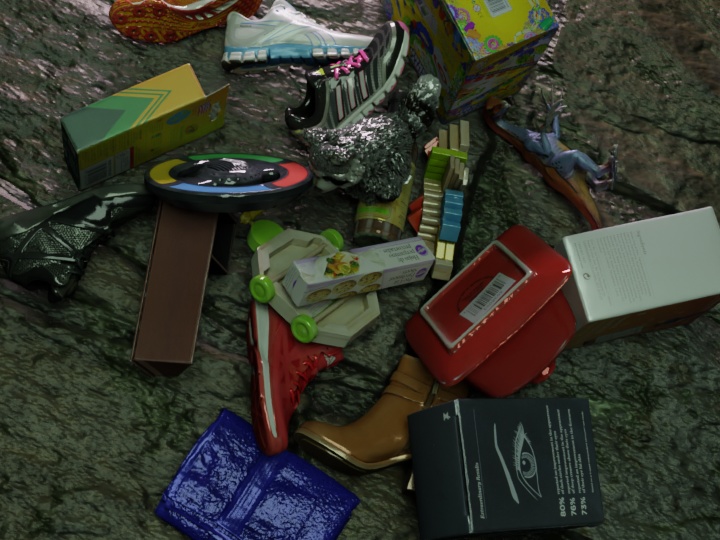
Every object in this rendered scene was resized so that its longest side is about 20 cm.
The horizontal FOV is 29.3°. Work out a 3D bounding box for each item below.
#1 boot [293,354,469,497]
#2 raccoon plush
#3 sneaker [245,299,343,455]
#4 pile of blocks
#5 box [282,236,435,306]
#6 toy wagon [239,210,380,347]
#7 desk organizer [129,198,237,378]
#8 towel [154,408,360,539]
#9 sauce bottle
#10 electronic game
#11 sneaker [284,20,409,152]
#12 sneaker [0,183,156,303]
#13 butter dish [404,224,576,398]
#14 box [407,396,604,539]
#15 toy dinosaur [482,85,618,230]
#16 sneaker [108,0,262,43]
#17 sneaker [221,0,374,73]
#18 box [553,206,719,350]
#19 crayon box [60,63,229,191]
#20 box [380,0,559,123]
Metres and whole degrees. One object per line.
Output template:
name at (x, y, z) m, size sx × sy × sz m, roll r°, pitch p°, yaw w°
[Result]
boot at (0.029, 0.169, 1.618) m, size 0.198 × 0.074 × 0.156 m, roll 22°, pitch 71°, yaw -14°
raccoon plush at (0.006, -0.173, 1.627) m, size 0.096 × 0.134 × 0.202 m, roll 14°, pitch 74°, yaw 31°
sneaker at (-0.069, 0.119, 1.593) m, size 0.114 × 0.079 × 0.202 m, roll 1°, pitch 57°, yaw -13°
pile of blocks at (0.093, -0.092, 1.700) m, size 0.061 × 0.082 × 0.203 m, roll 9°, pitch 72°, yaw -7°
box at (0.000, 0.000, 1.617) m, size 0.198 × 0.042 × 0.039 m, roll -11°, pitch 55°, yaw -40°
toy wagon at (-0.068, 0.003, 1.635) m, size 0.200 × 0.040 × 0.155 m, roll 42°, pitch 41°, yaw 12°
desk organizer at (-0.204, 0.021, 1.608) m, size 0.076 × 0.072 × 0.203 m, roll 3°, pitch 71°, yaw 16°
towel at (-0.116, 0.266, 1.572) m, size 0.199 × 0.050 × 0.149 m, roll 33°, pitch 72°, yaw 1°
sauce bottle at (0.036, -0.125, 1.711) m, size 0.064 × 0.065 × 0.203 m, roll 12°, pitch 70°, yaw -6°
electronic game at (-0.154, -0.108, 1.616) m, size 0.197 × 0.200 × 0.042 m, roll -2°, pitch 108°, yaw -10°
sneaker at (-0.021, -0.230, 1.681) m, size 0.087 × 0.074 × 0.200 m, roll 32°, pitch 106°, yaw -26°
sneaker at (-0.324, -0.030, 1.616) m, size 0.197 × 0.076 × 0.115 m, roll -20°, pitch 79°, yaw -12°
butter dish at (0.175, 0.073, 1.618) m, size 0.200 × 0.200 × 0.148 m, roll -42°, pitch 112°, yaw 2°
box at (0.165, 0.225, 1.567) m, size 0.198 × 0.104 × 0.150 m, roll 4°, pitch 73°, yaw -31°
toy dinosaur at (0.234, -0.149, 1.743) m, size 0.179 × 0.105 × 0.203 m, roll 11°, pitch 83°, yaw 15°
sneaker at (-0.223, -0.341, 1.740) m, size 0.198 × 0.073 × 0.078 m, roll -14°, pitch 56°, yaw -19°
sneaker at (-0.077, -0.299, 1.732) m, size 0.197 × 0.075 × 0.088 m, roll -2°, pitch 83°, yaw -11°
box at (0.327, 0.014, 1.670) m, size 0.197 × 0.152 × 0.108 m, roll -11°, pitch 74°, yaw -12°
crayon box at (-0.256, -0.176, 1.644) m, size 0.198 × 0.127 × 0.051 m, roll -25°, pitch 78°, yaw -17°
box at (0.128, -0.325, 1.719) m, size 0.121 × 0.193 × 0.202 m, roll -23°, pitch 79°, yaw -15°
